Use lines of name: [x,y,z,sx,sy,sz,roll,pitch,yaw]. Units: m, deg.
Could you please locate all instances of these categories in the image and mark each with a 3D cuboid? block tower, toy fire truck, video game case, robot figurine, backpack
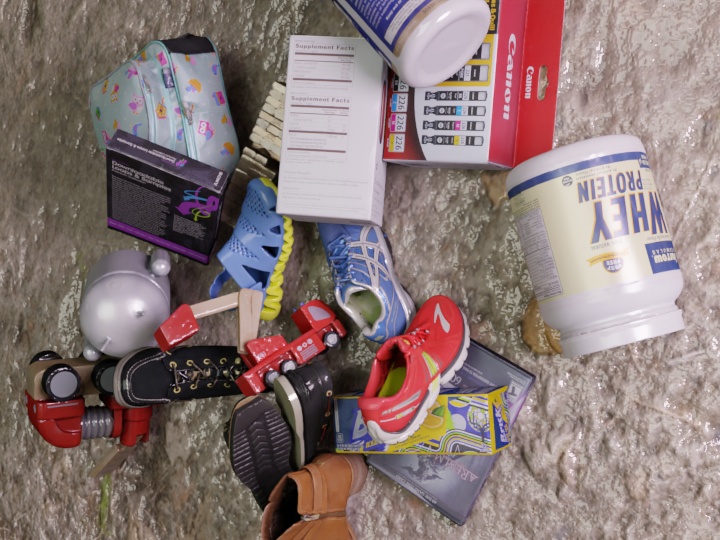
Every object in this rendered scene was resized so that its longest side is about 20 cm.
block tower: [-0.114,-0.146,1.231,0.054,0.058,0.200,30,104,14]
toy fire truck: [-0.366,0.208,1.329,0.129,0.176,0.201,17,107,56]
video game case: [0.102,0.177,1.137,0.143,0.019,0.200,30,104,26]
toy fire truck: [-0.129,0.074,1.165,0.141,0.200,0.049,56,154,2]
robot figurine: [-0.307,0.042,1.272,0.113,0.200,0.170,34,100,-20]
backpack: [-0.248,-0.183,1.252,0.176,0.153,0.200,-16,97,47]

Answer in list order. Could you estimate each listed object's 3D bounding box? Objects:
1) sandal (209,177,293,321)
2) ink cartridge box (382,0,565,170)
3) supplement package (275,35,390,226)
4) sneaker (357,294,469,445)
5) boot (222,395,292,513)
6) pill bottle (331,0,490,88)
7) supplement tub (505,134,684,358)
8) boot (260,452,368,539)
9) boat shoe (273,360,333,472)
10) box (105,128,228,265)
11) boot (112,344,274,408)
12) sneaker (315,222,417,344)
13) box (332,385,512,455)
sandal: [-0.137,-0.019,1.194,0.079,0.087,0.200,45,134,49]
ink cartridge box: [0.126,-0.216,1.079,0.175,0.084,0.201,5,93,30]
supplement package: [-0.026,-0.156,1.113,0.109,0.114,0.201,5,90,8]
sneaker: [0.059,0.095,1.061,0.077,0.200,0.085,1,136,33]
boot: [-0.142,0.201,1.182,0.138,0.077,0.200,44,151,45]
pill bottle: [0.034,-0.297,1.017,0.116,0.116,0.200,-47,68,22]
supplement tub: [0.239,-0.022,0.982,0.145,0.145,0.200,-18,82,29]
boot: [-0.060,0.314,1.153,0.077,0.155,0.200,24,103,27]
boat shoe: [-0.066,0.183,1.168,0.074,0.063,0.202,52,154,31]
box: [-0.243,-0.085,1.204,0.143,0.200,0.036,22,63,-3]
boot: [-0.192,0.126,1.203,0.153,0.203,0.074,-5,89,26]
sneaker: [0.000,0.000,1.159,0.076,0.077,0.200,-41,69,26]
box: [0.068,0.172,1.110,0.200,0.064,0.070,-5,88,30]
